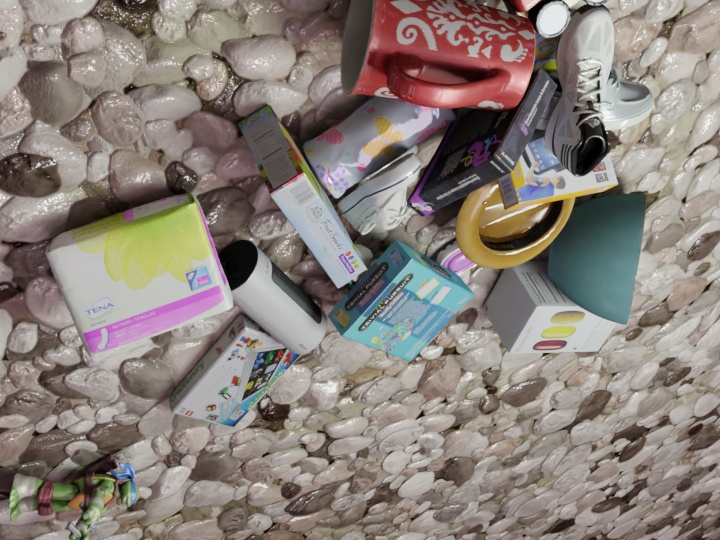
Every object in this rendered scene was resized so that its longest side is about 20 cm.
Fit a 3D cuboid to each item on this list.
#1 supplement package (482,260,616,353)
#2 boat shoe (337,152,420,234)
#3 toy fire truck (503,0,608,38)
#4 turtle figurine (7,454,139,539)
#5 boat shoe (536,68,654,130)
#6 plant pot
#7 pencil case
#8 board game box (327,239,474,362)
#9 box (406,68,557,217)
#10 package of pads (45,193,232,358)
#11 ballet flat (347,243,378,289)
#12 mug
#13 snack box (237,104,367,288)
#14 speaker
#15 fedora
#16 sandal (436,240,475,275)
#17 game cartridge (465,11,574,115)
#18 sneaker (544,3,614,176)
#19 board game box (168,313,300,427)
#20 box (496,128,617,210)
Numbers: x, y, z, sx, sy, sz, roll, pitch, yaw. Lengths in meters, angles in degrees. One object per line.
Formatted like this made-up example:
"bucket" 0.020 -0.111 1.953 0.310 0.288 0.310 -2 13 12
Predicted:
"supplement package" 0.326 0.062 1.521 0.196 0.110 0.115 1 132 -28
"boat shoe" 0.033 -0.090 1.165 0.071 0.070 0.199 -36 -177 -27
"toy fire truck" 0.225 -0.388 1.013 0.174 0.130 0.201 -32 127 8
"turtle figurine" -0.448 0.391 1.402 0.190 0.144 0.205 9 87 -12
"boat shoe" 0.308 -0.232 1.189 0.196 0.071 0.072 -8 141 -17
"plant pot" 0.365 -0.026 1.416 0.132 0.203 0.202 8 140 14
"pencil case" 0.022 -0.177 1.137 0.198 0.091 0.084 -34 115 7
"board game box" 0.064 0.050 1.341 0.151 0.047 0.199 -47 145 12
"box" 0.147 -0.154 1.119 0.036 0.144 0.199 37 154 -14
"package of pads" -0.276 0.002 1.132 0.196 0.068 0.157 -20 110 -7
"ballet flat" 0.000 0.000 1.331 0.069 0.070 0.200 -32 143 6
"mug" 0.087 -0.231 1.017 0.196 0.181 0.134 7 156 -17
"snack box" -0.071 -0.090 1.130 0.052 0.143 0.201 -29 139 3
"speaker" -0.127 0.041 1.283 0.080 0.082 0.200 -33 138 8
"fedora" 0.216 -0.099 1.313 0.197 0.082 0.204 -14 131 -17
"sandal" 0.211 -0.042 1.400 0.201 0.050 0.083 -35 139 8
"game cartridge" 0.237 -0.271 1.192 0.196 0.041 0.135 -14 134 -15
"sneaker" 0.282 -0.209 1.090 0.074 0.116 0.204 -2 121 -10
"board game box" -0.192 0.161 1.405 0.125 0.035 0.200 23 119 -41
"box" 0.268 -0.158 1.229 0.196 0.122 0.041 -13 174 -24
